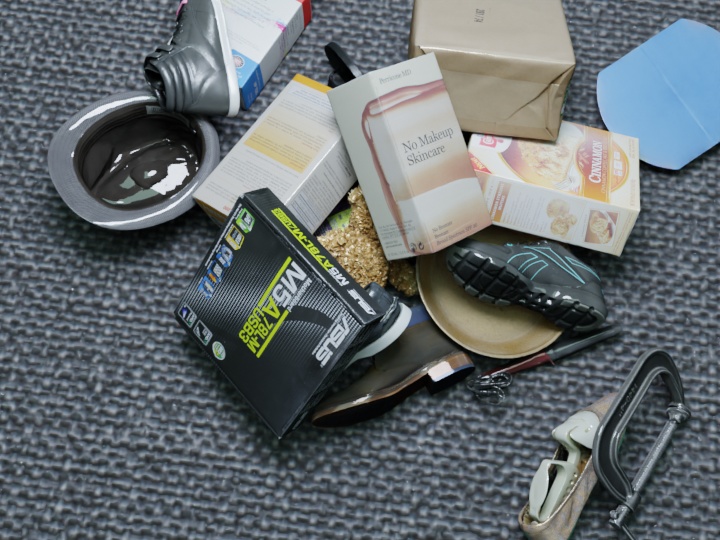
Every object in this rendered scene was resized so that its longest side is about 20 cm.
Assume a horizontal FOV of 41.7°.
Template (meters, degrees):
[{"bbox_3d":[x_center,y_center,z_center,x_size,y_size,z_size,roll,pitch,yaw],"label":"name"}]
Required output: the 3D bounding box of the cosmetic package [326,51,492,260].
[{"bbox_3d":[0.055,-0.123,1.033,0.103,0.087,0.200,-27,100,-34],"label":"cosmetic package"}]

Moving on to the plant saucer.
[{"bbox_3d":[0.158,0.010,1.122,0.200,0.035,0.201,4,71,-11],"label":"plant saucer"}]

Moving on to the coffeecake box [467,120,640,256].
[{"bbox_3d":[0.221,-0.113,1.120,0.200,0.073,0.154,14,42,4],"label":"coffeecake box"}]

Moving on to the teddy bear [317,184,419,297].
[{"bbox_3d":[0.000,0.000,1.099,0.145,0.067,0.200,44,86,-8],"label":"teddy bear"}]

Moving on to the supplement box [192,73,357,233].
[{"bbox_3d":[-0.080,-0.119,1.104,0.126,0.074,0.200,30,76,36],"label":"supplement box"}]

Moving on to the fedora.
[{"bbox_3d":[-0.268,-0.121,1.142,0.200,0.090,0.177,-37,79,-20],"label":"fedora"}]

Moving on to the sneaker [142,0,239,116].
[{"bbox_3d":[-0.212,-0.273,1.118,0.099,0.071,0.200,-10,77,-24],"label":"sneaker"}]

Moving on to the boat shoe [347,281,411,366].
[{"bbox_3d":[-0.034,0.083,1.052,0.200,0.076,0.060,-40,108,21],"label":"boat shoe"}]

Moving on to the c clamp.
[{"bbox_3d":[0.316,0.194,1.056,0.171,0.027,0.200,47,66,-29],"label":"c clamp"}]

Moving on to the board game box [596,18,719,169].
[{"bbox_3d":[0.399,-0.218,1.208,0.200,0.039,0.158,-34,81,-5],"label":"board game box"}]

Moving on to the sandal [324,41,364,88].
[{"bbox_3d":[-0.001,-0.200,1.178,0.048,0.075,0.201,-30,76,-6],"label":"sandal"}]

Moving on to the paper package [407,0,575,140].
[{"bbox_3d":[0.151,-0.257,1.137,0.190,0.104,0.200,6,38,1],"label":"paper package"}]

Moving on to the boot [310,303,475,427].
[{"bbox_3d":[0.023,0.110,1.091,0.200,0.075,0.097,-18,66,-17],"label":"boot"}]

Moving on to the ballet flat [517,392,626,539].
[{"bbox_3d":[0.235,0.213,1.051,0.067,0.068,0.200,36,72,-25],"label":"ballet flat"}]

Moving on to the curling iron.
[{"bbox_3d":[0.218,0.107,1.109,0.200,0.026,0.050,-22,38,-11],"label":"curling iron"}]

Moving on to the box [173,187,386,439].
[{"bbox_3d":[-0.094,0.047,1.010,0.193,0.200,0.047,48,36,17],"label":"box"}]

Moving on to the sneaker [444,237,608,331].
[{"bbox_3d":[0.190,0.003,1.084,0.200,0.075,0.079,23,55,-11],"label":"sneaker"}]

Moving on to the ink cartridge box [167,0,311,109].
[{"bbox_3d":[-0.142,-0.323,1.216,0.116,0.067,0.200,31,76,9],"label":"ink cartridge box"}]

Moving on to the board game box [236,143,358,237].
[{"bbox_3d":[-0.062,-0.090,1.168,0.120,0.032,0.200,-22,74,-10],"label":"board game box"}]
